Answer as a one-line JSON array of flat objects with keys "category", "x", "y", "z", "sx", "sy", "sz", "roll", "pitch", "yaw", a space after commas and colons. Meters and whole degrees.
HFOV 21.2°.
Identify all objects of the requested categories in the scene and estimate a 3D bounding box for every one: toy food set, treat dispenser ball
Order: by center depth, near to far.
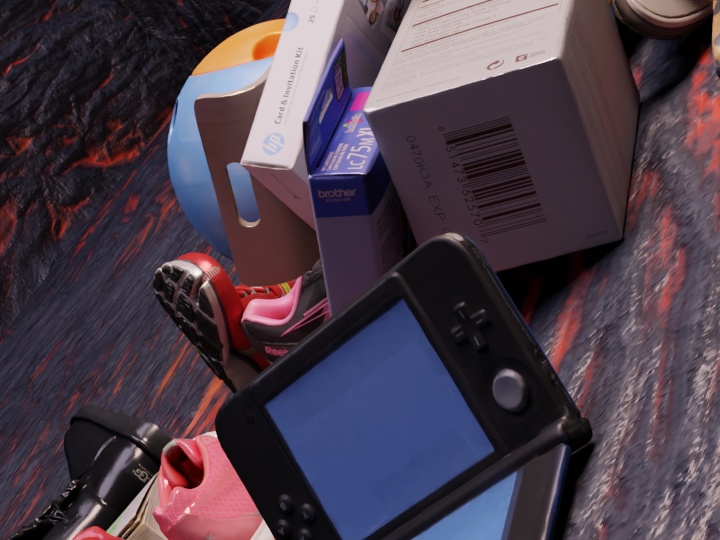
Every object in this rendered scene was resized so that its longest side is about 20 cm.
[{"category": "toy food set", "x": -0.038, "y": -0.103, "z": 1.241, "sx": 0.060, "sy": 0.144, "sz": 0.200, "roll": 10, "pitch": 41, "yaw": 27}, {"category": "treat dispenser ball", "x": -0.050, "y": -0.095, "z": 1.496, "sx": 0.201, "sy": 0.201, "sz": 0.201, "roll": -45, "pitch": 12, "yaw": 12}]

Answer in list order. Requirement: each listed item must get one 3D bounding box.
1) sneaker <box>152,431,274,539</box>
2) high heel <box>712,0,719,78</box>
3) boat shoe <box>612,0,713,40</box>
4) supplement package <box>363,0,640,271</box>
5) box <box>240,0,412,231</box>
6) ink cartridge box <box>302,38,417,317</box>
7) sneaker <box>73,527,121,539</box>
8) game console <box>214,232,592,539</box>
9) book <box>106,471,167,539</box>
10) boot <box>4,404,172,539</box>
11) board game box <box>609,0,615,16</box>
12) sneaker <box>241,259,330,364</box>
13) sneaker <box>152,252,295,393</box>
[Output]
[{"category": "sneaker", "x": -0.080, "y": 0.122, "z": 1.181, "sx": 0.074, "sy": 0.087, "sz": 0.200, "roll": -43, "pitch": 12, "yaw": 16}, {"category": "high heel", "x": 0.193, "y": -0.162, "z": 1.096, "sx": 0.143, "sy": 0.071, "sz": 0.200, "roll": -46, "pitch": 26, "yaw": -20}, {"category": "boat shoe", "x": 0.197, "y": -0.183, "z": 1.246, "sx": 0.057, "sy": 0.067, "sz": 0.200, "roll": -59, "pitch": -1, "yaw": 35}, {"category": "supplement package", "x": 0.089, "y": -0.098, "z": 1.125, "sx": 0.117, "sy": 0.117, "sz": 0.200, "roll": -15, "pitch": 24, "yaw": 19}, {"category": "box", "x": 0.004, "y": -0.123, "z": 1.201, "sx": 0.041, "sy": 0.156, "sz": 0.201, "roll": 6, "pitch": 72, "yaw": 28}, {"category": "ink cartridge box", "x": 0.007, "y": -0.022, "z": 1.121, "sx": 0.042, "sy": 0.201, "sz": 0.119, "roll": -3, "pitch": 28, "yaw": 15}, {"category": "sneaker", "x": -0.152, "y": 0.203, "z": 1.150, "sx": 0.077, "sy": 0.085, "sz": 0.200, "roll": -50, "pitch": 12, "yaw": -5}, {"category": "game console", "x": -0.001, "y": 0.108, "z": 0.895, "sx": 0.200, "sy": 0.171, "sz": 0.118, "roll": -39, "pitch": -12, "yaw": 37}, {"category": "book", "x": -0.198, "y": 0.240, "z": 1.354, "sx": 0.200, "sy": 0.048, "sz": 0.134, "roll": -49, "pitch": 8, "yaw": 6}, {"category": "boot", "x": -0.235, "y": 0.193, "z": 1.533, "sx": 0.168, "sy": 0.076, "sz": 0.200, "roll": -48, "pitch": 17, "yaw": -19}, {"category": "board game box", "x": 0.133, "y": -0.185, "z": 1.352, "sx": 0.135, "sy": 0.035, "sz": 0.200, "roll": -18, "pitch": 16, "yaw": 39}, {"category": "sneaker", "x": 0.000, "y": 0.000, "z": 1.273, "sx": 0.200, "sy": 0.095, "sz": 0.079, "roll": -43, "pitch": 11, "yaw": 17}, {"category": "sneaker", "x": -0.085, "y": 0.027, "z": 1.368, "sx": 0.085, "sy": 0.077, "sz": 0.200, "roll": -43, "pitch": -24, "yaw": -9}]
